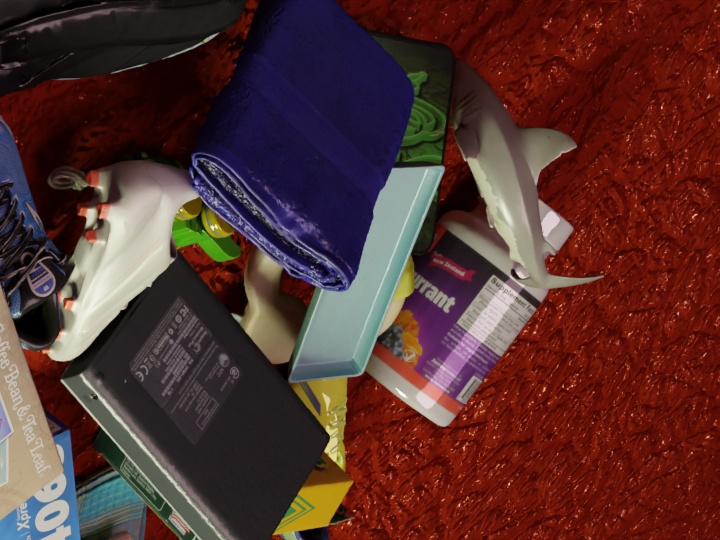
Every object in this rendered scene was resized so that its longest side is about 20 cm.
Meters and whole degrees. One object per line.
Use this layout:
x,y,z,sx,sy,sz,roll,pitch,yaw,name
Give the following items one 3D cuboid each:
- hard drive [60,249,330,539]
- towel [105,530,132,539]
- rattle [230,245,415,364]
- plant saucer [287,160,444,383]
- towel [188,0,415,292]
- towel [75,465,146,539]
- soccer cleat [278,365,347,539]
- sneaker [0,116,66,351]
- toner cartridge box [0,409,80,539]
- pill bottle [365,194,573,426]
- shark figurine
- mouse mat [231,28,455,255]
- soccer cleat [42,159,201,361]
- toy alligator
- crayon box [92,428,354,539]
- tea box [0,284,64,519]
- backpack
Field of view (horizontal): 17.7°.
-0.114,0.101,1.676,0.200,0.033,0.140,52,47,-21,hard drive
-0.263,0.295,1.798,0.200,0.023,0.144,-24,138,-34,towel
-0.059,0.001,1.804,0.200,0.143,0.130,-37,135,21,rattle
0.000,0.000,1.707,0.070,0.019,0.200,-4,129,-33,plant saucer
-0.041,-0.096,1.582,0.148,0.049,0.200,44,45,-26,towel
-0.246,0.232,1.793,0.200,0.022,0.147,-23,138,-38,towel
-0.033,0.146,1.924,0.065,0.084,0.201,-20,136,-41,soccer cleat
-0.228,-0.023,1.498,0.078,0.089,0.200,-39,146,-23,sneaker
-0.255,0.208,1.697,0.095,0.043,0.201,-23,127,-32,toner cartridge box
0.087,0.020,1.930,0.200,0.111,0.111,-53,148,0,pill bottle
0.132,-0.066,1.791,0.089,0.128,0.215,-23,105,6,shark figurine
-0.010,-0.098,1.689,0.200,0.008,0.162,6,91,-42,mouse mat
-0.168,-0.001,1.572,0.077,0.069,0.200,0,144,-27,soccer cleat
-0.147,-0.058,1.613,0.200,0.059,0.054,27,54,-51,toy alligator
-0.096,0.149,1.805,0.200,0.127,0.051,-2,128,-53,crayon box
-0.299,0.047,1.373,0.134,0.197,0.200,-38,145,-22,tea box
-0.155,-0.195,1.394,0.199,0.154,0.164,-5,126,-23,backpack
